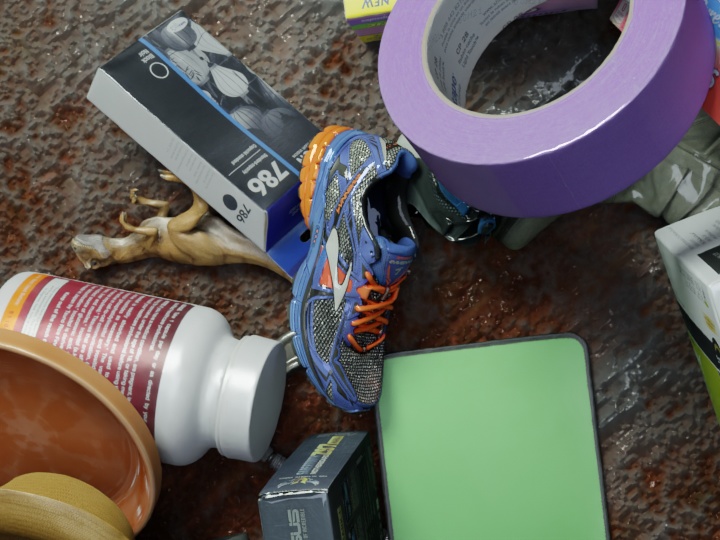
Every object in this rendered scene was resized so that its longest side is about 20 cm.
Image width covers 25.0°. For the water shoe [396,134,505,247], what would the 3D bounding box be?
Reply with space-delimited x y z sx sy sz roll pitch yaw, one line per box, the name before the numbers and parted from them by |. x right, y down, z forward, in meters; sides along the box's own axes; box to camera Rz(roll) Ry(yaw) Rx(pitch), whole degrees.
water shoe | 0.089 -0.054 1.098 0.071 0.200 0.080 3 94 -27

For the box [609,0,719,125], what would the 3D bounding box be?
box | 0.257 -0.142 1.014 0.102 0.200 0.095 15 116 -29

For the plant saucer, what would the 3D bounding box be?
plant saucer | -0.228 0.115 1.102 0.199 0.032 0.201 10 131 11

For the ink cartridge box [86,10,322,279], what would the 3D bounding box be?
ink cartridge box | -0.088 -0.092 1.154 0.200 0.039 0.099 41 48 4

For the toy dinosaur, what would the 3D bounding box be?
toy dinosaur | -0.108 -0.025 1.181 0.199 0.060 0.107 8 112 12

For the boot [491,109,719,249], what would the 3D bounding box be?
boot | 0.199 -0.055 1.139 0.200 0.068 0.131 -43 90 5

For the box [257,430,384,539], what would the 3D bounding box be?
box | -0.017 0.222 1.086 0.051 0.158 0.201 -7 97 10

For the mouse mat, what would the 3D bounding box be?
mouse mat | 0.095 0.151 1.158 0.160 0.008 0.202 -6 86 -3

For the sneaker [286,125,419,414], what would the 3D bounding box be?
sneaker | 0.000 0.000 1.120 0.078 0.075 0.202 2 94 39

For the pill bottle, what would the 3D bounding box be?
pill bottle | -0.159 0.072 1.138 0.199 0.113 0.114 11 89 12

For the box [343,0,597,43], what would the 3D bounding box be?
box | 0.068 -0.277 1.139 0.175 0.097 0.202 -7 88 7

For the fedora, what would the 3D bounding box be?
fedora | -0.216 0.194 1.084 0.199 0.082 0.202 7 125 10

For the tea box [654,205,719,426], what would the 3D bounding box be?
tea box | 0.292 0.059 1.038 0.133 0.200 0.198 -19 100 5

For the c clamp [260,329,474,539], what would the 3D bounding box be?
c clamp | -0.011 0.145 1.170 0.200 0.027 0.171 40 93 5

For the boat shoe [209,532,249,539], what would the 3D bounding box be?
boat shoe | -0.172 0.218 1.169 0.198 0.069 0.057 -1 84 0

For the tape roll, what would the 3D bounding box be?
tape roll | 0.113 -0.134 0.997 0.199 0.066 0.201 -14 56 22
